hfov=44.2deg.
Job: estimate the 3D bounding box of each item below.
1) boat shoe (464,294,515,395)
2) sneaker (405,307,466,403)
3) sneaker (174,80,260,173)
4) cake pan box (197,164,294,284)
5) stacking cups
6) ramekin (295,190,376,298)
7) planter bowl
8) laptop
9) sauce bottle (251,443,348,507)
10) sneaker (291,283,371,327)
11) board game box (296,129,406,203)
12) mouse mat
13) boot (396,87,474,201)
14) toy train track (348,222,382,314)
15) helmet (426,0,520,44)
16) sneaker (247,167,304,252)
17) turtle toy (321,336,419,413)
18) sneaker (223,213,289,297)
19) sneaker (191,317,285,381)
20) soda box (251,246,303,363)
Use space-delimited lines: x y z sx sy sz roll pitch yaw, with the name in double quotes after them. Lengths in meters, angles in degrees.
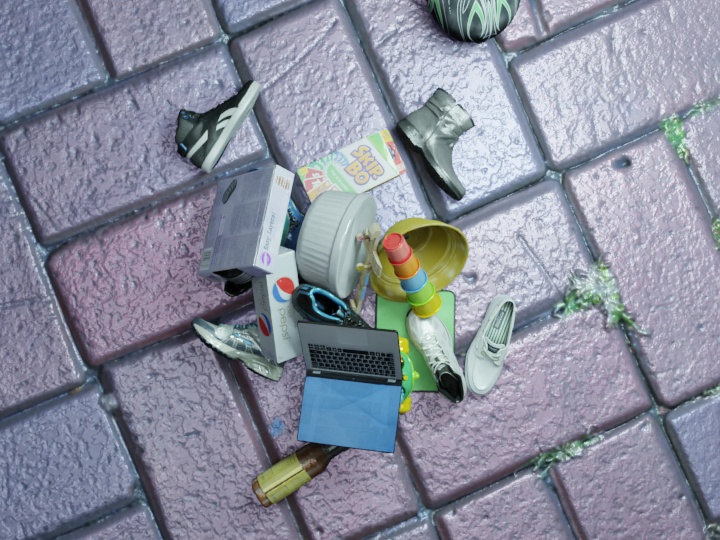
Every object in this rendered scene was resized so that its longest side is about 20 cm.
0.249 0.143 1.710 0.073 0.067 0.203 13 89 -1 "boat shoe"
0.151 0.158 1.676 0.075 0.115 0.202 -27 90 -1 "sneaker"
-0.285 -0.300 1.702 0.111 0.073 0.201 33 90 -2 "sneaker"
-0.208 -0.078 1.596 0.052 0.183 0.202 23 68 -37 "cake pan box"
0.096 0.006 1.621 0.060 0.201 0.061 -12 49 14 "stacking cups"
-0.047 -0.056 1.647 0.093 0.202 0.205 16 88 13 "ramekin"
0.099 -0.039 1.681 0.198 0.201 0.084 -21 48 -2 "planter bowl"
-0.026 0.206 1.579 0.185 0.117 0.202 4 133 14 "laptop"
-0.111 0.377 1.699 0.199 0.066 0.066 -30 90 -2 "sauce bottle"
-0.036 0.097 1.599 0.199 0.082 0.074 36 73 -16 "sneaker"
-0.016 -0.194 1.732 0.198 0.030 0.096 -26 90 -4 "board game box"
0.107 0.137 1.737 0.159 0.008 0.203 1 88 -1 "mouse mat"
0.174 -0.247 1.718 0.131 0.070 0.201 -37 94 -7 "boot"
0.000 0.000 1.622 0.032 0.115 0.202 0 130 -18 "toy train track"
0.210 -0.532 1.659 0.197 0.191 0.203 0 89 -2 "helmet"
-0.158 -0.111 1.694 0.078 0.089 0.201 -38 90 -1 "sneaker"
0.013 0.204 1.683 0.197 0.101 0.148 -3 89 10 "turtle toy"
-0.195 -0.030 1.658 0.071 0.080 0.201 30 115 -1 "sneaker"
-0.229 0.133 1.705 0.199 0.078 0.087 30 76 -8 "sneaker"
-0.152 0.061 1.631 0.068 0.063 0.203 -17 111 -33 "soda box"
